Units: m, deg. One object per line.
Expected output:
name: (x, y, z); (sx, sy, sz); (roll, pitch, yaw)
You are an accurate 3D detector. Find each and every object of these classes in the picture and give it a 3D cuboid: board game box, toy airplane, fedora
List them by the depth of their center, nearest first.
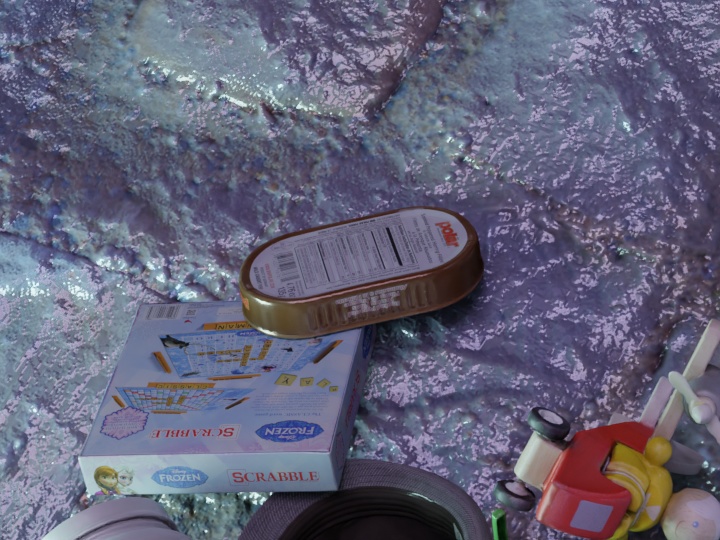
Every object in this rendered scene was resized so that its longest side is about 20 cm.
toy airplane: (0.204, 0.153, 1.585); (0.141, 0.200, 0.199); (33, 66, 27)
fedora: (0.012, 0.233, 1.629); (0.199, 0.091, 0.177); (11, 49, 33)
board game box: (-0.099, 0.096, 1.731); (0.199, 0.041, 0.200); (-2, 35, 13)

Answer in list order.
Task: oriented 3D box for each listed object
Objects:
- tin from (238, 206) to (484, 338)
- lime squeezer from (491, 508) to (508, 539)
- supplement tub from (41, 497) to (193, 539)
tin: (0.000, 0.000, 1.777); (0.199, 0.042, 0.112); (-13, 37, -4)
lime squeezer: (0.121, 0.250, 1.584); (0.038, 0.201, 0.071); (-27, 17, -2)
supplement tub: (-0.155, 0.281, 1.620); (0.144, 0.145, 0.200); (-30, 58, -5)
